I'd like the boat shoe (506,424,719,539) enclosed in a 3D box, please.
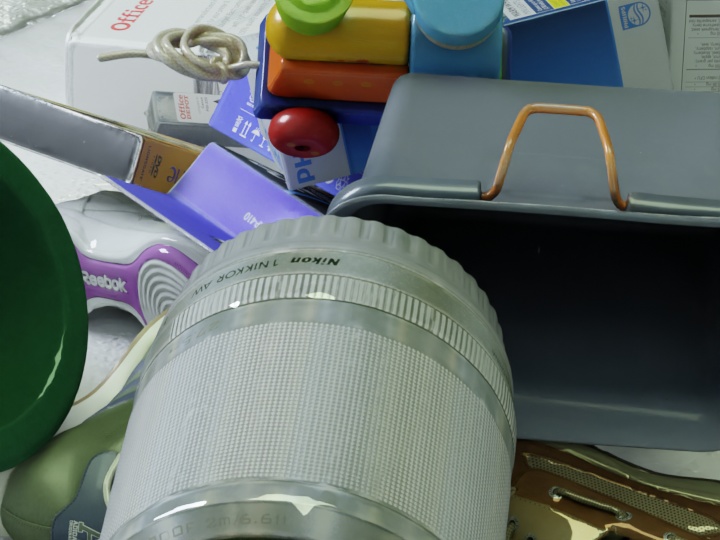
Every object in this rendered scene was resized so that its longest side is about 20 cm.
[{"bbox_3d":[0.093,0.120,1.284,0.199,0.076,0.074,7,29,16],"label":"boat shoe"}]

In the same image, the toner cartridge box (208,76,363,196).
[{"bbox_3d":[0.010,-0.053,1.586,0.095,0.043,0.200,22,5,-39],"label":"toner cartridge box"}]

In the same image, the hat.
[{"bbox_3d":[-0.252,0.019,1.348,0.176,0.200,0.166,-16,47,42],"label":"hat"}]

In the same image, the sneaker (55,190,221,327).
[{"bbox_3d":[-0.091,-0.004,1.541,0.200,0.075,0.099,21,33,36],"label":"sneaker"}]

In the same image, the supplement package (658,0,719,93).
[{"bbox_3d":[0.216,-0.088,1.576,0.150,0.201,0.152,-3,25,-7],"label":"supplement package"}]

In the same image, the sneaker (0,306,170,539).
[{"bbox_3d":[-0.086,0.079,1.379,0.090,0.067,0.200,18,36,32],"label":"sneaker"}]

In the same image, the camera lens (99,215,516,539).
[{"bbox_3d":[-0.020,0.096,1.189,0.159,0.160,0.200,3,41,6],"label":"camera lens"}]

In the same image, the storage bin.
[{"bbox_3d":[0.084,-0.023,1.298,0.199,0.146,0.135,3,37,4],"label":"storage bin"}]

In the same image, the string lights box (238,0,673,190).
[{"bbox_3d":[0.046,-0.104,1.492,0.199,0.059,0.103,-15,21,-6],"label":"string lights box"}]

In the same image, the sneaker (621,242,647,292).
[{"bbox_3d":[0.110,-0.004,1.448,0.070,0.080,0.201,-36,37,13],"label":"sneaker"}]

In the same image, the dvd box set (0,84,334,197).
[{"bbox_3d":[-0.115,-0.061,1.606,0.146,0.030,0.200,20,3,34],"label":"dvd box set"}]

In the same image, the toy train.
[{"bbox_3d":[-0.028,-0.111,1.374,0.199,0.085,0.116,3,-20,1],"label":"toy train"}]

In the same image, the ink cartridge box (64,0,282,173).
[{"bbox_3d":[-0.062,-0.119,1.775,0.199,0.085,0.146,8,26,12],"label":"ink cartridge box"}]

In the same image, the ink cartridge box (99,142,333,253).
[{"bbox_3d":[0.000,0.000,1.461,0.200,0.044,0.198,21,9,-42],"label":"ink cartridge box"}]
